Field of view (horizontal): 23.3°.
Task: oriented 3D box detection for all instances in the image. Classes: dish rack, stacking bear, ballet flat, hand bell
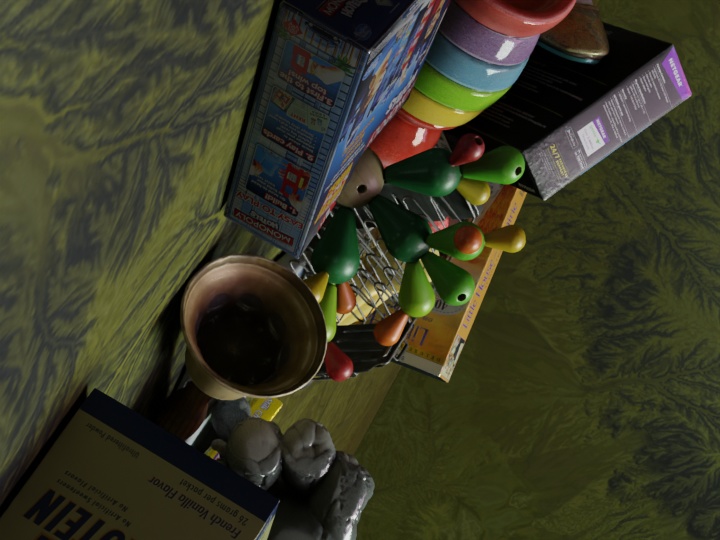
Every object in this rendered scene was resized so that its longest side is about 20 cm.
[{"bbox_3d":[0.000,0.000,1.337,0.153,0.055,0.200,-6,-139,43],"label":"dish rack"},{"bbox_3d":[0.057,-0.154,1.287,0.200,0.121,0.114,-52,-158,40],"label":"stacking bear"},{"bbox_3d":[0.139,-0.215,1.355,0.071,0.070,0.200,-61,-154,11],"label":"ballet flat"},{"bbox_3d":[-0.109,0.078,1.229,0.104,0.104,0.200,-55,-175,-36],"label":"hand bell"}]

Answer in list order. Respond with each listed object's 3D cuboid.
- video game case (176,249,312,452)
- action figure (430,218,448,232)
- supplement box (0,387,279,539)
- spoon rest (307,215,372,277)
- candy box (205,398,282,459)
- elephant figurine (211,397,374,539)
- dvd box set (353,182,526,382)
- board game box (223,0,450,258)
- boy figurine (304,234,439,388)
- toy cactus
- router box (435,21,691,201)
[{"bbox_3d":[-0.112,0.087,1.404,0.183,0.022,0.200,-63,173,25],"label":"video game case"},{"bbox_3d":[0.059,-0.092,1.539,0.065,0.051,0.201,110,-16,-69],"label":"action figure"},{"bbox_3d":[-0.165,0.219,1.072,0.200,0.134,0.200,-57,173,-29],"label":"supplement box"},{"bbox_3d":[0.000,-0.053,1.493,0.099,0.060,0.200,-54,170,-45],"label":"spoon rest"},{"bbox_3d":[-0.120,0.162,1.478,0.102,0.026,0.200,-52,180,-19],"label":"candy box"},{"bbox_3d":[-0.069,0.178,1.284,0.155,0.141,0.200,-56,-174,-17],"label":"elephant figurine"},{"bbox_3d":[0.051,-0.016,1.572,0.201,0.146,0.029,-66,154,-7],"label":"dvd box set"},{"bbox_3d":[-0.013,-0.117,1.103,0.200,0.061,0.200,-53,171,-50],"label":"board game box"},{"bbox_3d":[0.004,0.021,1.475,0.200,0.065,0.124,-40,170,39],"label":"boy figurine"},{"bbox_3d":[0.013,-0.036,1.210,0.200,0.165,0.102,-43,172,15],"label":"toy cactus"},{"bbox_3d":[0.138,-0.138,1.365,0.149,0.051,0.200,-35,-150,-13],"label":"router box"}]
